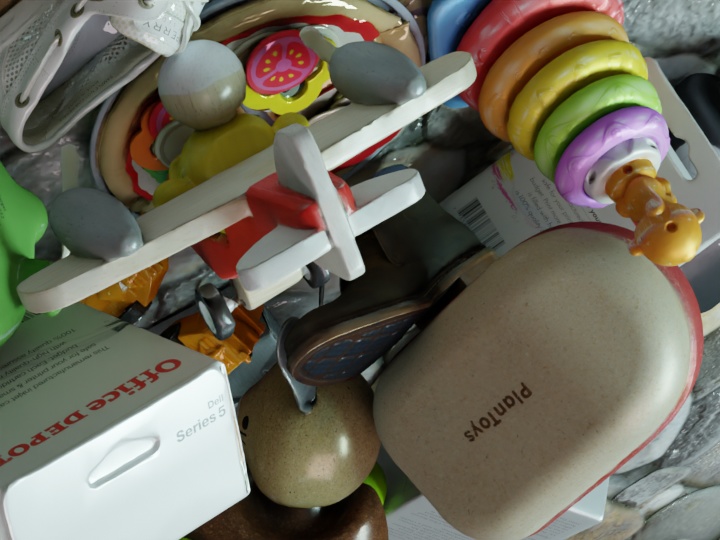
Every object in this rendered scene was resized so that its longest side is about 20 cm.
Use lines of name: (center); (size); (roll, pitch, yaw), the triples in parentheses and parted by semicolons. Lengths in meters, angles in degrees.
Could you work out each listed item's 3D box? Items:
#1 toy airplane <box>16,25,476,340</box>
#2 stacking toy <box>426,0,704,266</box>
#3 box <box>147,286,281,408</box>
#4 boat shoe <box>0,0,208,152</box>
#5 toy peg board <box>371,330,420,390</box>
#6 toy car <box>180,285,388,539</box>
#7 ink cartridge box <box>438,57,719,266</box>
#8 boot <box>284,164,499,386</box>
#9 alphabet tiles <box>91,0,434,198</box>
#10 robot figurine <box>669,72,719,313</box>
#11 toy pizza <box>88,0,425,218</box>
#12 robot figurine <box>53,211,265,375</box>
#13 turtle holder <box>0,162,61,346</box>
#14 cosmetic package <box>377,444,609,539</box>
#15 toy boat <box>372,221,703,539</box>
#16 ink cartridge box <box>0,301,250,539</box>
toy airplane: (-0.055, -0.050, 0.949); (0.198, 0.142, 0.200); (-27, -178, 28)
stacking toy: (0.128, -0.079, 1.052); (0.116, 0.201, 0.110); (-27, 149, -7)
box: (-0.129, 0.101, 1.276); (0.199, 0.049, 0.159); (-28, 150, 1)
boat shoe: (-0.103, -0.131, 0.929); (0.200, 0.070, 0.071); (-42, 142, 22)
toy peg board: (0.109, 0.115, 1.429); (0.198, 0.098, 0.200); (5, 138, -41)
toy car: (-0.050, 0.099, 1.146); (0.157, 0.164, 0.201); (12, 117, 5)
ink cartridge box: (0.139, -0.034, 1.175); (0.200, 0.116, 0.068); (-36, 174, 30)
boot: (0.000, 0.000, 1.106); (0.075, 0.097, 0.200); (-45, 166, 33)
alphabet tiles: (-0.049, -0.100, 1.078); (0.200, 0.006, 0.166); (-39, 147, 19)
robot figurine: (0.214, -0.047, 1.246); (0.200, 0.150, 0.125); (-45, 171, 27)
toy pizza: (-0.052, -0.081, 1.066); (0.199, 0.032, 0.201); (-19, 148, -12)
robot figurine: (-0.152, 0.055, 1.128); (0.145, 0.058, 0.200); (45, 128, -13)
turtle holder: (-0.234, -0.018, 0.961); (0.131, 0.186, 0.141); (-23, 115, 21)
cosmetic package: (0.072, 0.140, 1.253); (0.101, 0.072, 0.200); (22, 152, -16)
toy boat: (0.110, 0.055, 1.098); (0.200, 0.131, 0.131); (-44, 174, 32)
ink cartridge box: (-0.176, 0.085, 0.984); (0.145, 0.199, 0.085); (-30, 123, -34)
